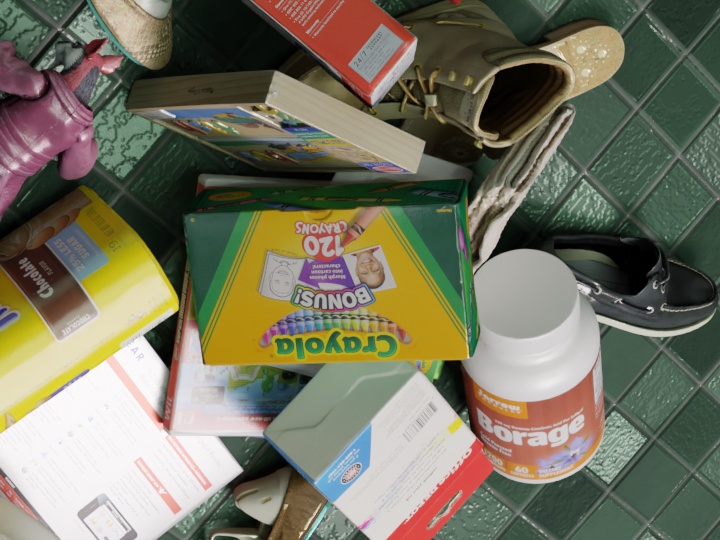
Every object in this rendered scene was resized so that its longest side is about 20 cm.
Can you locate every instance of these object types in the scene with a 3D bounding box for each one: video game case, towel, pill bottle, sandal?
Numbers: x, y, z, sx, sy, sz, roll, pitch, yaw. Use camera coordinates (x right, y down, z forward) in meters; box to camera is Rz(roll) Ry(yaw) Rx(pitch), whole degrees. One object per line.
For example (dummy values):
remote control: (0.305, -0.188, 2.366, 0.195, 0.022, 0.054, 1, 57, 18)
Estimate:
video game case: (-0.068, 0.029, 1.687, 0.143, 0.017, 0.201, 2, 106, -27)
towel: (0.095, -0.038, 1.688, 0.133, 0.034, 0.200, -54, 177, -39)
pill bottle: (0.135, 0.075, 1.769, 0.112, 0.112, 0.200, -30, 146, -12)
sandal: (0.124, -0.126, 1.735, 0.211, 0.070, 0.078, -31, 122, -11)

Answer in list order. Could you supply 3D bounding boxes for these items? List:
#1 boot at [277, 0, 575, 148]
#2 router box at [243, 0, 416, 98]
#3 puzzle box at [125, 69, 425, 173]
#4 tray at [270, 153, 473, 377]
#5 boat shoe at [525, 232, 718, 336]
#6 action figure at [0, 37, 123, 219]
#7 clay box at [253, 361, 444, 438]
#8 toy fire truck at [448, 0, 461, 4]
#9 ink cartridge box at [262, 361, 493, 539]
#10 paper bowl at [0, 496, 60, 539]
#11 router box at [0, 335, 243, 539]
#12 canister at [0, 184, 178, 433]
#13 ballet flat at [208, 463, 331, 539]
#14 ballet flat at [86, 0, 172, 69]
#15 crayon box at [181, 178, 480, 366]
boot: (0.042, -0.131, 1.639, 0.200, 0.155, 0.073, -20, 120, -17)
router box: (-0.046, -0.187, 1.497, 0.179, 0.200, 0.049, 40, 92, 0)
puzzle box: (-0.063, -0.102, 1.577, 0.133, 0.200, 0.025, 22, 80, -32)
tray: (0.000, 0.000, 1.661, 0.107, 0.022, 0.200, 17, 113, -29)
boat shoe: (0.219, 0.002, 1.833, 0.199, 0.075, 0.066, 11, 137, -22)
action figure: (-0.244, -0.090, 1.527, 0.200, 0.149, 0.134, -40, 119, 11)
clay box: (-0.015, 0.080, 1.770, 0.200, 0.048, 0.115, 9, 107, -27)
toy fire truck: (-0.005, -0.282, 1.539, 0.112, 0.168, 0.200, -41, 124, -5)
ink cartridge box: (0.019, 0.138, 1.719, 0.116, 0.067, 0.200, -47, 147, -6)
paper bowl: (-0.282, 0.233, 1.625, 0.201, 0.200, 0.104, 57, 50, -33)
router box: (-0.213, 0.133, 1.695, 0.179, 0.049, 0.200, -37, 124, -7)
canister: (-0.242, 0.037, 1.579, 0.200, 0.149, 0.087, -35, 124, -11)
ballet flat: (-0.082, 0.215, 1.800, 0.072, 0.068, 0.200, 26, 104, -14)
ballet flat: (-0.171, -0.221, 1.537, 0.065, 0.071, 0.200, -19, 130, 25)
crayon box: (-0.019, 0.002, 1.601, 0.199, 0.058, 0.119, -2, 110, 11)
